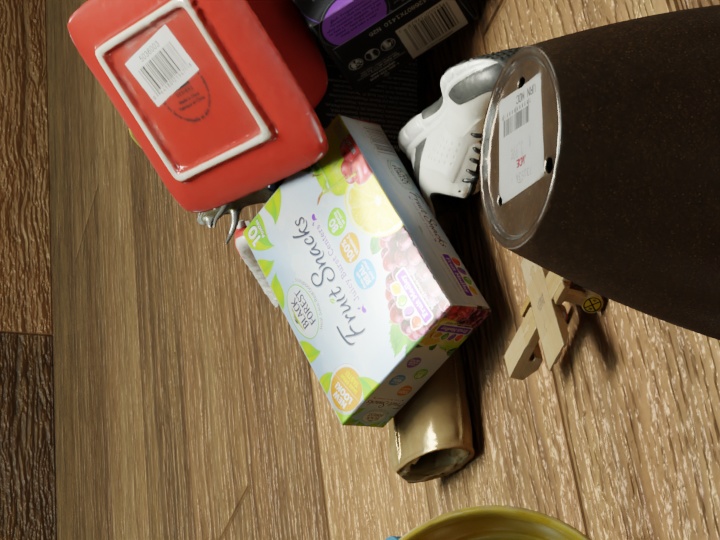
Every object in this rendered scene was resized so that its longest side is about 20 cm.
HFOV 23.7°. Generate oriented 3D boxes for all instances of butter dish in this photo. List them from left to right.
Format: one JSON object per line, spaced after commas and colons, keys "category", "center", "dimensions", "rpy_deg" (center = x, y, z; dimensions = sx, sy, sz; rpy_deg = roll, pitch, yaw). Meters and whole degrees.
{"category": "butter dish", "center": [-0.104, -0.176, 1.395], "dimensions": [0.199, 0.148, 0.200], "rpy_deg": [-21, 107, 46]}

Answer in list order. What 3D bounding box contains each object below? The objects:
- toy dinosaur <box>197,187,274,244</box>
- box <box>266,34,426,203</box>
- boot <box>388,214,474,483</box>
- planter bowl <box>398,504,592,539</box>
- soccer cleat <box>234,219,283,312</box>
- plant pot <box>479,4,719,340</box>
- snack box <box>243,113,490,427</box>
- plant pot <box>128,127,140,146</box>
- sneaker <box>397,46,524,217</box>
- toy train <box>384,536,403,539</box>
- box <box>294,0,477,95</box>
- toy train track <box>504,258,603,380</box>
{"category": "toy dinosaur", "center": [-0.091, -0.133, 1.502], "dimensions": [0.102, 0.076, 0.202], "rpy_deg": [44, 121, 49]}
{"category": "box", "center": [-0.015, -0.129, 1.521], "dimensions": [0.148, 0.106, 0.202], "rpy_deg": [147, 125, -66]}
{"category": "boot", "center": [0.032, 0.075, 1.397], "dimensions": [0.175, 0.065, 0.202], "rpy_deg": [130, 140, -61]}
{"category": "planter bowl", "center": [0.092, 0.250, 1.071], "dimensions": [0.083, 0.198, 0.203], "rpy_deg": [29, -119, -71]}
{"category": "soccer cleat", "center": [-0.071, -0.003, 1.645], "dimensions": [0.200, 0.068, 0.086], "rpy_deg": [44, -145, -76]}
{"category": "plant pot", "center": [0.164, -0.049, 0.815], "dimensions": [0.187, 0.198, 0.189], "rpy_deg": [-175, 90, -72]}
{"category": "snack box", "center": [0.000, 0.000, 1.338], "dimensions": [0.142, 0.053, 0.201], "rpy_deg": [-50, 53, 29]}
{"category": "plant pot", "center": [-0.114, -0.198, 1.739], "dimensions": [0.201, 0.199, 0.191], "rpy_deg": [155, 135, -69]}
{"category": "sneaker", "center": [0.090, -0.103, 1.283], "dimensions": [0.200, 0.073, 0.081], "rpy_deg": [128, 128, -66]}
{"category": "toy train", "center": [0.069, 0.276, 1.153], "dimensions": [0.085, 0.114, 0.202], "rpy_deg": [151, 122, -68]}
{"category": "box", "center": [-0.008, -0.266, 1.396], "dimensions": [0.201, 0.122, 0.106], "rpy_deg": [64, -172, 33]}
{"category": "toy train track", "center": [0.149, -0.008, 1.123], "dimensions": [0.115, 0.032, 0.201], "rpy_deg": [-98, 27, -53]}
